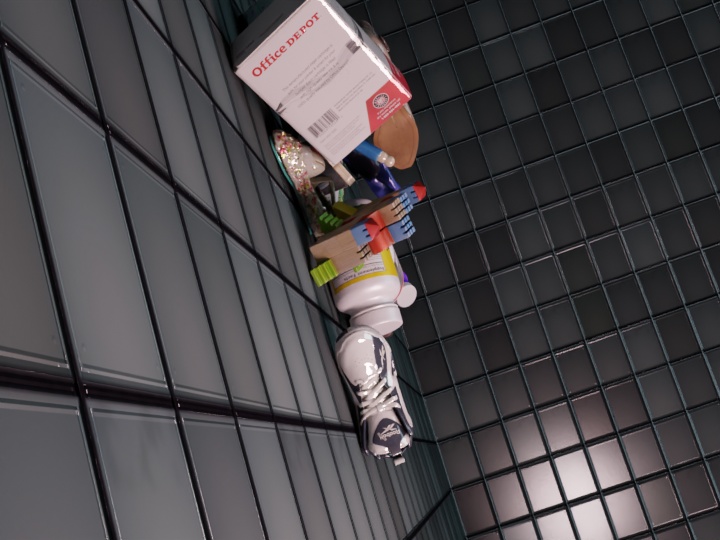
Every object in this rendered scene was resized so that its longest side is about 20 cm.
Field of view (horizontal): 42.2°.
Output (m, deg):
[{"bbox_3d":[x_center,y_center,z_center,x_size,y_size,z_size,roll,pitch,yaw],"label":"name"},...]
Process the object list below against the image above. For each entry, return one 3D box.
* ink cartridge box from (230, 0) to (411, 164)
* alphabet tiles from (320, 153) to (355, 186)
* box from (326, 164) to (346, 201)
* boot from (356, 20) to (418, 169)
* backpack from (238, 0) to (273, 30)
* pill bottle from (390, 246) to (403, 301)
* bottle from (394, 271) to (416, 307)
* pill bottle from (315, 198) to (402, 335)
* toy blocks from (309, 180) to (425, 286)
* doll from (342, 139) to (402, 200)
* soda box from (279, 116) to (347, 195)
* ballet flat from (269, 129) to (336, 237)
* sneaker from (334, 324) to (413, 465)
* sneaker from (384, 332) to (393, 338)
[{"bbox_3d":[-0.052,-0.261,1.214,0.199,0.146,0.084,40,20,-35],"label":"ink cartridge box"},{"bbox_3d":[-0.079,-0.205,1.366,0.200,0.015,0.196,48,2,-9],"label":"alphabet tiles"},{"bbox_3d":[-0.052,-0.199,1.771,0.144,0.035,0.205,58,33,-74],"label":"box"},{"bbox_3d":[0.035,-0.270,1.402,0.201,0.069,0.149,68,8,-52],"label":"boot"},{"bbox_3d":[-0.093,-0.332,1.383,0.201,0.126,0.167,57,5,35],"label":"backpack"},{"bbox_3d":[0.011,-0.009,1.636,0.200,0.112,0.116,59,13,-70],"label":"pill bottle"},{"bbox_3d":[0.043,0.011,1.889,0.200,0.064,0.085,41,-28,51],"label":"bottle"},{"bbox_3d":[0.000,0.000,1.471,0.111,0.109,0.204,58,15,-73],"label":"pill bottle"},{"bbox_3d":[0.021,-0.061,1.327,0.101,0.135,0.200,61,34,-11],"label":"toy blocks"},{"bbox_3d":[0.005,-0.165,1.398,0.135,0.049,0.200,18,-21,50],"label":"doll"},{"bbox_3d":[-0.076,-0.197,1.568,0.200,0.069,0.065,63,8,-67],"label":"soda box"},{"bbox_3d":[-0.075,-0.135,1.374,0.202,0.063,0.077,67,6,-46],"label":"ballet flat"},{"bbox_3d":[0.025,0.177,1.239,0.130,0.078,0.202,-117,-166,-52],"label":"sneaker"},{"bbox_3d":[0.021,0.048,1.799,0.083,0.075,0.203,66,9,-50],"label":"sneaker"}]
